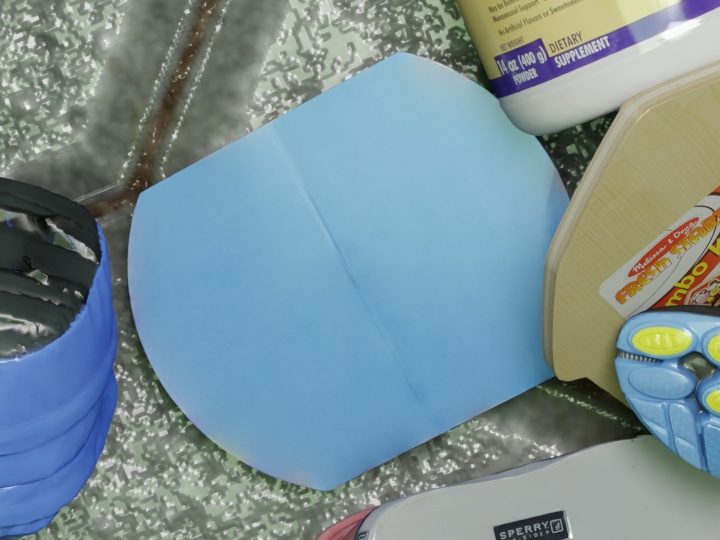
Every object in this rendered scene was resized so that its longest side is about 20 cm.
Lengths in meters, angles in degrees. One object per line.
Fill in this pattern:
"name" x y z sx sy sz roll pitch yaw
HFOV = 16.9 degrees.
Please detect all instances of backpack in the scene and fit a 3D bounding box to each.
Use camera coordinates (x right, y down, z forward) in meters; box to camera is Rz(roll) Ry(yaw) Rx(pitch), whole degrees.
"backpack" -0.202 0.043 1.032 0.200 0.163 0.168 -1 125 4

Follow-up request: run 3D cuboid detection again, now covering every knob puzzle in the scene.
"knob puzzle" 0.149 -0.029 1.002 0.220 0.220 0.030 -40 52 7

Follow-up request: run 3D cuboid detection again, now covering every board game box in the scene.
"board game box" 0.000 0.000 1.072 0.200 0.039 0.158 -28 99 11

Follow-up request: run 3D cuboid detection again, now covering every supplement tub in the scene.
"supplement tub" 0.091 -0.171 0.991 0.145 0.145 0.200 -24 94 6

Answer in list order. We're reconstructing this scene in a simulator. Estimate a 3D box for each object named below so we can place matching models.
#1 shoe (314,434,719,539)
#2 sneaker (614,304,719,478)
"shoe" 0.075 0.118 1.065 0.200 0.091 0.072 -6 82 -25
"sneaker" 0.197 0.048 1.027 0.199 0.083 0.071 5 113 -17
